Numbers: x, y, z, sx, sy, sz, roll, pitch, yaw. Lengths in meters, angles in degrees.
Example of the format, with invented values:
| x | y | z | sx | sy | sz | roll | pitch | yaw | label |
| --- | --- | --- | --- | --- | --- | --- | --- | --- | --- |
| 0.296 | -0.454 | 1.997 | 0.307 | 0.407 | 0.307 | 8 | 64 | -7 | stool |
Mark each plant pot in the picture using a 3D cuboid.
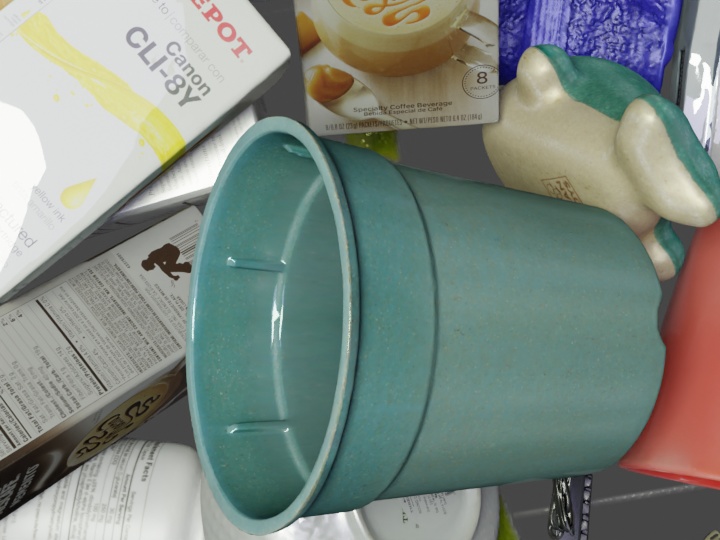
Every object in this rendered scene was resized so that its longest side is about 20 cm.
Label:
| x | y | z | sx | sy | sz | roll | pitch | yaw | label |
| --- | --- | --- | --- | --- | --- | --- | --- | --- | --- |
| 0.035 | 0.033 | 0.654 | 0.196 | 0.200 | 0.200 | 5 | 93 | -27 | plant pot |
| 0.265 | 0.049 | 0.753 | 0.200 | 0.200 | 0.177 | 12 | 83 | 0 | plant pot |

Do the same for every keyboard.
| x | y | z | sx | sy | sz | roll | pitch | yaw | label |
| --- | --- | --- | --- | --- | --- | --- | --- | --- | --- |
| 0.132 | 0.116 | 0.767 | 0.021 | 0.127 | 0.200 | 2 | 81 | 18 | keyboard |

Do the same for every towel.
| x | y | z | sx | sy | sz | roll | pitch | yaw | label |
| --- | --- | --- | --- | --- | --- | --- | --- | --- | --- |
| 0.106 | -0.190 | 0.806 | 0.200 | 0.050 | 0.148 | 7 | 92 | 1 | towel |

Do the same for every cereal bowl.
| x | y | z | sx | sy | sz | roll | pitch | yaw | label |
| --- | --- | --- | --- | --- | --- | --- | --- | --- | --- |
| 0.009 | 0.133 | 0.755 | 0.200 | 0.083 | 0.200 | 11 | 70 | -33 | cereal bowl |

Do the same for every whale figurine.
| x | y | z | sx | sy | sz | roll | pitch | yaw | label |
| --- | --- | --- | --- | --- | --- | --- | --- | --- | --- |
| 0.152 | -0.070 | 0.733 | 0.104 | 0.200 | 0.159 | -36 | 99 | -11 | whale figurine |

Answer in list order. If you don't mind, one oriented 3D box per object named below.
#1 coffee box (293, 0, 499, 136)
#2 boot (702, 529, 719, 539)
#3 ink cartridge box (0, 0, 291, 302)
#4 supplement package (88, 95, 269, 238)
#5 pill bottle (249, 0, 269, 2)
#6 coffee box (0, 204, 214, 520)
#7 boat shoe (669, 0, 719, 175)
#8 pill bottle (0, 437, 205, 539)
| x | y | z | sx | sy | sz | roll | pitch | yaw | label |
| --- | --- | --- | --- | --- | --- | --- | --- | --- | --- |
| 0.016 | -0.179 | 0.691 | 0.114 | 0.080 | 0.200 | -5 | 132 | 2 | coffee box |
| 0.216 | 0.283 | 0.812 | 0.154 | 0.073 | 0.204 | -33 | 85 | 4 | boot |
| -0.157 | -0.101 | 0.662 | 0.200 | 0.083 | 0.145 | -41 | 96 | -8 | ink cartridge box |
| -0.160 | -0.086 | 0.780 | 0.200 | 0.120 | 0.121 | -16 | 92 | 1 | supplement package |
| -0.093 | -0.229 | 0.778 | 0.200 | 0.109 | 0.109 | 15 | 93 | 0 | pill bottle |
| -0.163 | 0.058 | 0.726 | 0.200 | 0.113 | 0.080 | -33 | 79 | -37 | coffee box |
| 0.245 | -0.140 | 0.794 | 0.086 | 0.075 | 0.202 | 5 | 96 | 1 | boat shoe |
| -0.158 | 0.160 | 0.796 | 0.200 | 0.113 | 0.113 | 7 | 93 | 1 | pill bottle |
